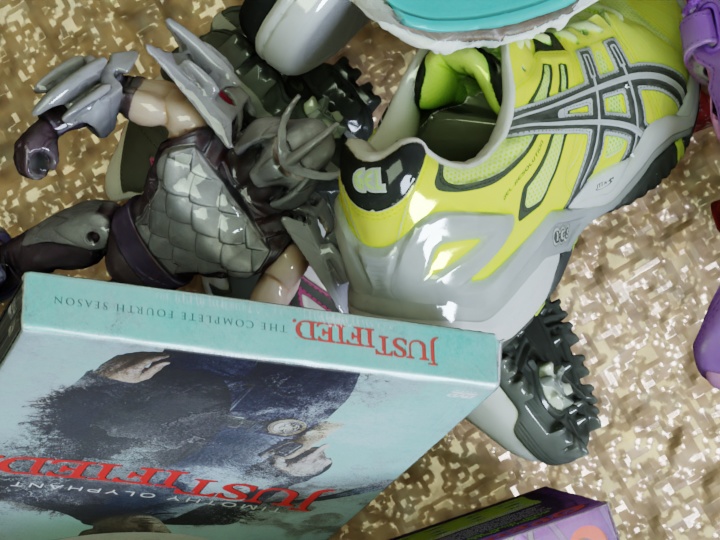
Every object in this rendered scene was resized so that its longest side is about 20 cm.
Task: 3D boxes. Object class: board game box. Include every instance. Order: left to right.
[{"bbox_3d":[-0.019,0.115,0.764,0.199,0.120,0.032,-18,85,-5],"label":"board game box"}]

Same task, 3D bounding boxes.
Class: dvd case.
[{"bbox_3d":[-0.060,0.056,0.741,0.145,0.200,0.022,8,65,-20],"label":"dvd case"}]

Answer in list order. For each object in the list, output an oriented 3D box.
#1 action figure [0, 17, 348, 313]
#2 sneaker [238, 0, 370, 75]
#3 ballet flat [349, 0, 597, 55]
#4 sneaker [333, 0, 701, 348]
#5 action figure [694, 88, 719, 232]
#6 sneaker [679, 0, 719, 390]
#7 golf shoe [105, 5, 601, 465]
[{"bbox_3d":[-0.080,-0.001,0.781,0.200,0.069,0.130,-29,92,30],"label":"action figure"},{"bbox_3d":[-0.010,-0.168,0.803,0.112,0.073,0.200,33,71,6],"label":"sneaker"},{"bbox_3d":[0.071,-0.123,0.743,0.200,0.072,0.072,-31,89,-21],"label":"ballet flat"},{"bbox_3d":[0.057,-0.054,0.760,0.075,0.200,0.077,7,130,27],"label":"sneaker"},{"bbox_3d":[0.216,-0.064,0.814,0.199,0.052,0.066,-17,85,1],"label":"action figure"},{"bbox_3d":[0.141,-0.057,0.767,0.088,0.080,0.201,18,82,19],"label":"sneaker"},{"bbox_3d":[0.000,0.000,0.823,0.200,0.077,0.088,47,115,2],"label":"golf shoe"}]
